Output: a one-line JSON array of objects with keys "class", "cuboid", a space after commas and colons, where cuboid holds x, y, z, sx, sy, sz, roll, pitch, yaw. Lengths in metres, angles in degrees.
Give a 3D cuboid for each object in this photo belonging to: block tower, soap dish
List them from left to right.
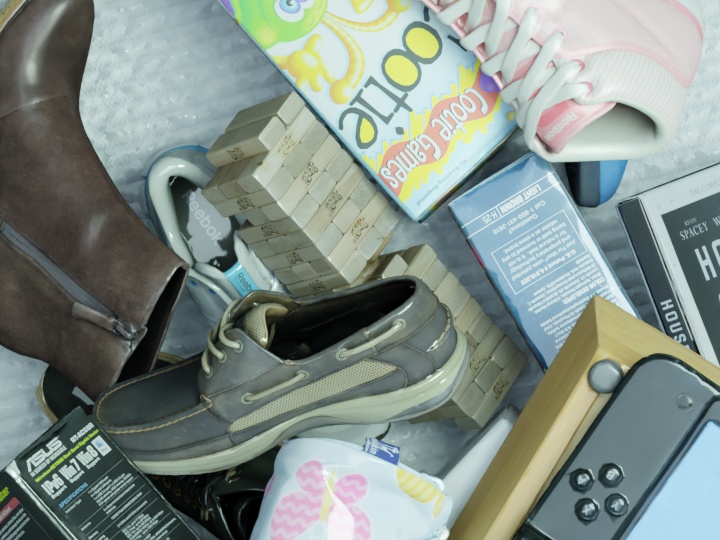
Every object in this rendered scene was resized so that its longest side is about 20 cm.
[{"class": "block tower", "cuboid": [0.000, 0.000, 1.404, 0.200, 0.058, 0.054, 48, 59, -19]}, {"class": "soap dish", "cuboid": [0.129, 0.137, 1.300, 0.157, 0.081, 0.201, 32, 95, 5]}]

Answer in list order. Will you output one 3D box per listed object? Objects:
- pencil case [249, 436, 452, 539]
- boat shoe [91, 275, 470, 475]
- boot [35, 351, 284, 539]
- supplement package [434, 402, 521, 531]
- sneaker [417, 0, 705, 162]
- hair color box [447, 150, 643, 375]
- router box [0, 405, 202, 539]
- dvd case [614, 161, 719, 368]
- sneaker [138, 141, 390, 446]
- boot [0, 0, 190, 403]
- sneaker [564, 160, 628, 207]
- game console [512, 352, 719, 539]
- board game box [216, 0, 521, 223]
[{"class": "pencil case", "cuboid": [-0.025, 0.180, 1.285, 0.090, 0.083, 0.201, 23, 77, -12]}, {"class": "boat shoe", "cuboid": [-0.046, 0.044, 1.354, 0.199, 0.075, 0.074, -16, 123, 7]}, {"class": "boot", "cuboid": [-0.087, 0.099, 1.409, 0.199, 0.138, 0.078, 26, 92, 4]}, {"class": "supplement package", "cuboid": [0.108, 0.183, 1.406, 0.200, 0.120, 0.121, 45, 95, 2]}, {"class": "sneaker", "cuboid": [0.081, -0.121, 1.320, 0.199, 0.075, 0.105, 24, 53, -17]}, {"class": "hair color box", "cuboid": [0.121, 0.036, 1.413, 0.060, 0.100, 0.201, -31, 88, 4]}, {"class": "router box", "cuboid": [-0.152, 0.179, 1.394, 0.150, 0.200, 0.062, 48, 50, 1]}, {"class": "dvd case", "cuboid": [0.217, 0.040, 1.394, 0.025, 0.150, 0.201, -21, 89, 43]}, {"class": "sneaker", "cuboid": [-0.056, 0.018, 1.434, 0.075, 0.087, 0.200, -39, 89, 2]}, {"class": "boot", "cuboid": [-0.145, -0.043, 1.419, 0.166, 0.072, 0.201, 32, 108, 31]}, {"class": "sneaker", "cuboid": [0.149, -0.132, 1.425, 0.078, 0.066, 0.201, 5, 87, -7]}, {"class": "game console", "cuboid": [0.163, 0.161, 1.197, 0.200, 0.118, 0.171, 35, 96, 4]}, {"class": "board game box", "cuboid": [0.001, -0.133, 1.418, 0.103, 0.105, 0.200, -42, 88, 2]}]
